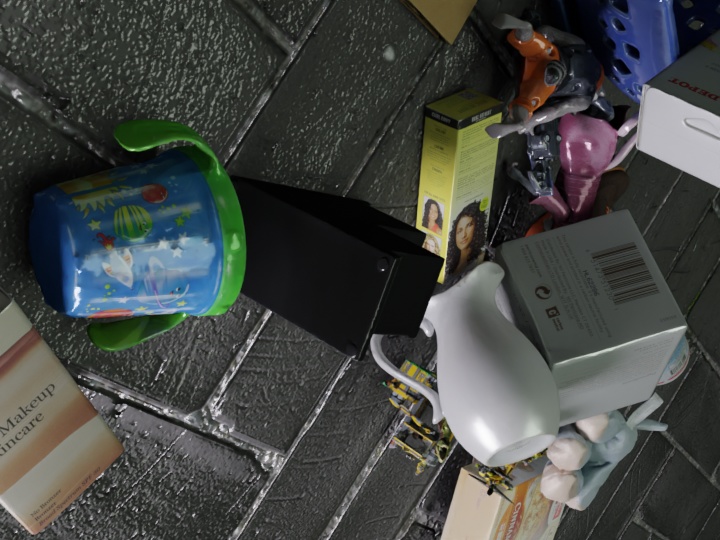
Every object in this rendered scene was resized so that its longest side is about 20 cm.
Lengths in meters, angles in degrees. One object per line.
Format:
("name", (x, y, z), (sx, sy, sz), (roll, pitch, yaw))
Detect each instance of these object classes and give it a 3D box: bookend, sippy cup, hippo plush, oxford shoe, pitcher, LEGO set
("bookend", (0.000, 0.000, 0.996), (0.200, 0.199, 0.092), (6, 107, -53))
("sippy cup", (-0.175, -0.022, 0.836), (0.130, 0.140, 0.178), (-11, 99, -35))
("hippo plush", (0.270, 0.193, 1.449), (0.200, 0.161, 0.159), (-42, 140, -13))
("oxford shoe", (0.297, -0.064, 1.424), (0.200, 0.072, 0.071), (-41, 140, -25))
("pitcher", (0.112, 0.113, 1.187), (0.171, 0.200, 0.121), (-25, 154, 8))
("LEGO set", (0.105, 0.203, 1.294), (0.116, 0.200, 0.154), (-58, 165, 0))

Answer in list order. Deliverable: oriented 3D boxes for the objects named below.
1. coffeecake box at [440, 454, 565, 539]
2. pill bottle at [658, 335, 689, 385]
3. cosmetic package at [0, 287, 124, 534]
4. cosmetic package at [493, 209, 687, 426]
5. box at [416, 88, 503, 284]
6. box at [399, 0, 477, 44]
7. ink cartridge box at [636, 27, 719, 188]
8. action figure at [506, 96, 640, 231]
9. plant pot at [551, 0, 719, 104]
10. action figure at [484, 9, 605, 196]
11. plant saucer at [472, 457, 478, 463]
("coffeecake box", (0.209, 0.331, 1.542), (0.200, 0.073, 0.154), (-11, 122, -47))
("pill bottle", (0.428, 0.090, 1.664), (0.109, 0.109, 0.200), (-53, 144, -9))
("cosmetic package", (-0.272, 0.096, 0.825), (0.103, 0.087, 0.200), (-45, 142, -19))
("cosmetic package", (0.256, 0.065, 1.299), (0.166, 0.168, 0.200), (-16, 150, -8))
("box", (0.104, -0.089, 1.190), (0.075, 0.050, 0.200), (-28, 133, -37))
("box", (0.094, -0.334, 1.028), (0.163, 0.021, 0.200), (30, 90, -55))
("ink cartridge box", (0.392, -0.169, 1.096), (0.200, 0.146, 0.083), (-35, 141, -29))
("action figure", (0.262, -0.109, 1.292), (0.134, 0.149, 0.200), (-12, 117, -51))
("plant pot", (0.314, -0.311, 1.180), (0.200, 0.180, 0.200), (-50, 144, -14))
("action figure", (0.201, -0.177, 1.141), (0.193, 0.104, 0.200), (-17, 100, -53))
("plant saucer", (0.222, 0.247, 1.588), (0.200, 0.032, 0.201), (-31, 135, -36))
